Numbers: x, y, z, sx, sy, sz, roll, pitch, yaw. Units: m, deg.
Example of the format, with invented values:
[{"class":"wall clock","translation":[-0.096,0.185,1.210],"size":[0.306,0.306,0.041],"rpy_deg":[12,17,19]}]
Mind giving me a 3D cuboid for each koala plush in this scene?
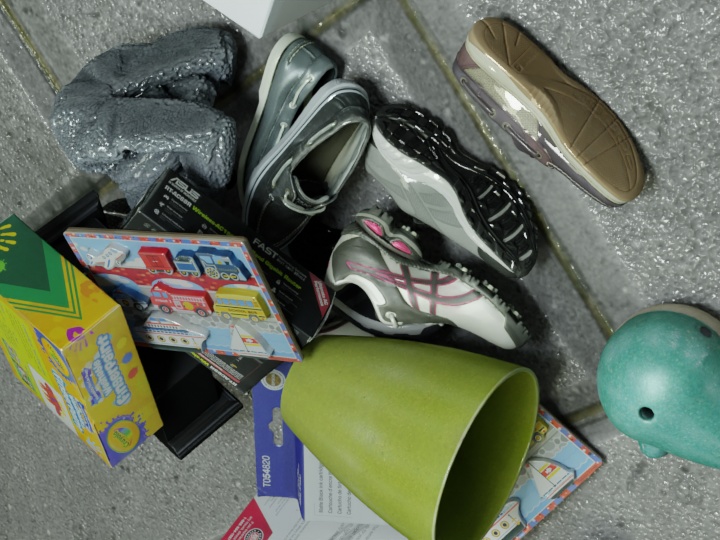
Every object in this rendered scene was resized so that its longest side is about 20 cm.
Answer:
[{"class":"koala plush","translation":[-0.195,-0.107,1.404],"size":[0.182,0.179,0.201],"rpy_deg":[-7,139,4]}]

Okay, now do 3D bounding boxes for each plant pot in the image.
[{"class":"plant pot","translation":[0.033,0.139,1.303],"size":[0.199,0.187,0.189],"rpy_deg":[23,125,27]}]

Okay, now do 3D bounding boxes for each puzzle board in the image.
[{"class":"puzzle board","translation":[-0.160,0.025,1.281],"size":[0.198,0.017,0.151],"rpy_deg":[4,136,30]},{"class":"puzzle board","translation":[0.116,0.202,1.400],"size":[0.150,0.017,0.200],"rpy_deg":[41,116,-2]}]

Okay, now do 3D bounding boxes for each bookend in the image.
[{"class":"bookend","translation":[-0.229,0.057,1.457],"size":[0.198,0.092,0.201],"rpy_deg":[38,154,29]}]

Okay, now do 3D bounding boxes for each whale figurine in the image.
[{"class":"whale figurine","translation":[0.291,0.126,1.235],"size":[0.200,0.104,0.159],"rpy_deg":[47,130,5]}]

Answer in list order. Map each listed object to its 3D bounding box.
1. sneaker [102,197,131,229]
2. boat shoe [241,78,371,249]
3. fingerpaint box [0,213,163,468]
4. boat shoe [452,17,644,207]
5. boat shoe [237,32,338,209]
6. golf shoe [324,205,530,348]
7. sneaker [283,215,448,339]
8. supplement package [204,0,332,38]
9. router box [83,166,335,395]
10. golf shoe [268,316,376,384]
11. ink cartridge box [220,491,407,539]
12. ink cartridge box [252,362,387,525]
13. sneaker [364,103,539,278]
[{"class":"sneaker","translation":[-0.197,-0.005,1.537],"size":[0.199,0.074,0.080],"rpy_deg":[31,142,23]},{"class":"boat shoe","translation":[-0.054,-0.086,1.333],"size":[0.072,0.071,0.201],"rpy_deg":[17,123,-23]},{"class":"fingerpaint box","translation":[-0.282,0.068,1.362],"size":[0.166,0.073,0.201],"rpy_deg":[36,153,30]},{"class":"boat shoe","translation":[0.158,-0.128,1.220],"size":[0.200,0.072,0.065],"rpy_deg":[45,143,3]},{"class":"boat shoe","translation":[-0.068,-0.126,1.372],"size":[0.061,0.073,0.202],"rpy_deg":[29,122,24]},{"class":"golf shoe","translation":[0.062,0.025,1.324],"size":[0.199,0.077,0.088],"rpy_deg":[33,87,9]},{"class":"sneaker","translation":[0.000,0.000,1.391],"size":[0.199,0.072,0.083],"rpy_deg":[22,124,23]},{"class":"supplement package","translation":[-0.065,-0.319,1.181],"size":[0.150,0.200,0.153],"rpy_deg":[34,128,14]},{"class":"router box","translation":[-0.141,0.014,1.323],"size":[0.199,0.062,0.150],"rpy_deg":[37,142,-11]},{"class":"golf shoe","translation":[-0.053,0.094,1.469],"size":[0.198,0.088,0.078],"rpy_deg":[3,114,32]},{"class":"ink cartridge box","translation":[-0.033,0.310,1.521],"size":[0.199,0.145,0.084],"rpy_deg":[25,142,22]},{"class":"ink cartridge box","translation":[-0.015,0.174,1.453],"size":[0.198,0.041,0.201],"rpy_deg":[3,123,5]},{"class":"sneaker","translation":[0.083,-0.065,1.308],"size":[0.200,0.074,0.080],"rpy_deg":[44,142,14]}]
